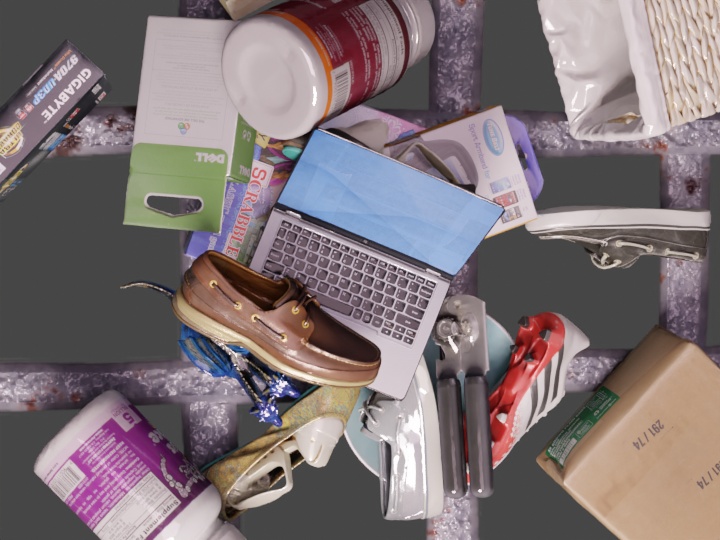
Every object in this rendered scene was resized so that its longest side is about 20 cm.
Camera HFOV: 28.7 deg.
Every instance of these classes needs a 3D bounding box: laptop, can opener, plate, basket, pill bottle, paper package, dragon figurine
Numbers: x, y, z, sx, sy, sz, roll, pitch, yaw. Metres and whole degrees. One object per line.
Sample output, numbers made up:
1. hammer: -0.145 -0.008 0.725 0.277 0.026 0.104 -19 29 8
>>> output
1. laptop: 0.000 0.000 1.289 0.187 0.116 0.200 22 88 -8
2. can opener: 0.105 0.122 1.380 0.053 0.067 0.200 -6 80 17
3. plate: 0.074 0.127 1.443 0.200 0.026 0.200 -1 97 -10
4. basket: 0.284 -0.240 1.356 0.161 0.198 0.200 -18 98 -12
5. pill bottle: -0.024 -0.206 1.301 0.200 0.114 0.114 -34 104 -45
6. paper package: 0.319 0.190 1.453 0.191 0.103 0.200 43 88 -10
7. dragon figurine: -0.139 0.067 1.361 0.200 0.099 0.059 44 87 -11
8. pill bottle: -0.204 0.218 1.339 0.200 0.112 0.112 44 87 3

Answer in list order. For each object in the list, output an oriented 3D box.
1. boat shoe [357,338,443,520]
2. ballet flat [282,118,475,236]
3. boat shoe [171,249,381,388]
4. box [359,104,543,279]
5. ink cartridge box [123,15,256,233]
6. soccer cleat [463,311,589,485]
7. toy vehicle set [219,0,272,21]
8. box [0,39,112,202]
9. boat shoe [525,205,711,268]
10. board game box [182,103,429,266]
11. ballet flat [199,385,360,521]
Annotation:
1. boat shoe: 0.036 0.154 1.391 0.071 0.070 0.201 -9 100 -12
2. ballet flat: 0.023 -0.097 1.314 0.200 0.068 0.068 27 79 -19
3. boat shoe: -0.069 0.044 1.270 0.200 0.072 0.068 24 118 -6
4. box: 0.082 -0.081 1.373 0.200 0.041 0.119 -21 99 -6
5. ink cartridge box: -0.155 -0.135 1.329 0.104 0.059 0.200 6 88 16
6. soccer cleat: 0.159 0.134 1.414 0.085 0.069 0.200 21 102 -41
7. toy vehicle set: -0.061 -0.325 1.329 0.200 0.124 0.027 -30 143 -6
8. box: -0.295 -0.128 1.263 0.046 0.200 0.159 43 87 -9
9. boat shoe: 0.264 -0.033 1.436 0.200 0.071 0.064 1 95 -12
10. board game box: -0.049 -0.077 1.391 0.199 0.041 0.200 18 92 -11
11. ballet flat: -0.071 0.179 1.387 0.200 0.071 0.071 -35 101 7
